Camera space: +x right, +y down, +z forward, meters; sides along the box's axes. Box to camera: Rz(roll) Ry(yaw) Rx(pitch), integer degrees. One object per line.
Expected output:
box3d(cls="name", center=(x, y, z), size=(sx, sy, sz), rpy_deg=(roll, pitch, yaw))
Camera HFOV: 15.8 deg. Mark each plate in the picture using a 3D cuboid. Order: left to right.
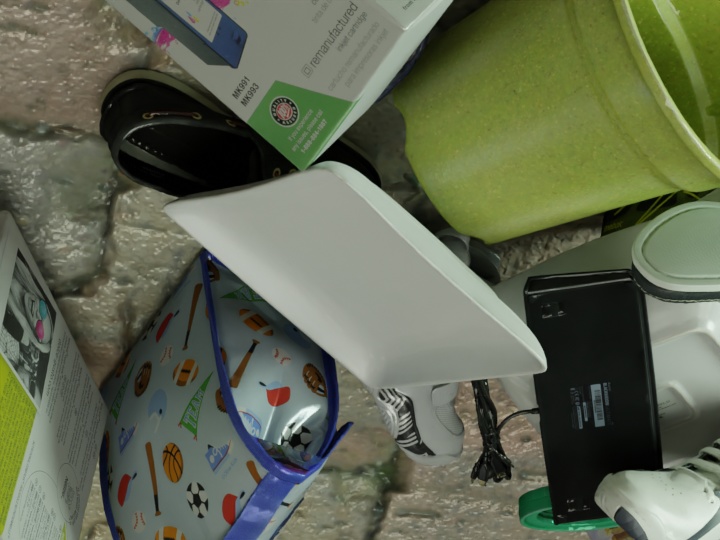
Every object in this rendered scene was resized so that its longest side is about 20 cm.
box3d(cls="plate", center=(0.000, 0.000, 1.615), size=(0.200, 0.032, 0.200), rpy_deg=(42, 154, -23))

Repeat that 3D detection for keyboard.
box3d(cls="keyboard", center=(0.127, 0.085, 1.667), size=(0.127, 0.021, 0.200), rpy_deg=(-8, 125, 3))

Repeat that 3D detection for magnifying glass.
box3d(cls="magnifying glass", center=(0.207, 0.160, 1.770), size=(0.199, 0.022, 0.080), rpy_deg=(-4, 161, -2))

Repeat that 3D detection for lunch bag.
box3d(cls="lunch bag", center=(-0.091, 0.120, 1.740), size=(0.124, 0.200, 0.170), rpy_deg=(20, 124, -24))

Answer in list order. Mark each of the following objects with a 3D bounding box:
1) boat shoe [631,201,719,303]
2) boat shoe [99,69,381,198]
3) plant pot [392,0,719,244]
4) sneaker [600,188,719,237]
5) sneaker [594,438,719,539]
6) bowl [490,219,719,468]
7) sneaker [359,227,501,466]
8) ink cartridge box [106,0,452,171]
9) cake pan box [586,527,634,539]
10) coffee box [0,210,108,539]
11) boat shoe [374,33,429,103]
box3d(cls="boat shoe", center=(0.245, -0.007, 1.614), size=(0.199, 0.076, 0.060), rpy_deg=(-11, 142, -30))
box3d(cls="boat shoe", center=(-0.075, -0.066, 1.673), size=(0.201, 0.063, 0.074), rpy_deg=(19, 124, -25))
box3d(cls="plant pot", center=(0.129, -0.109, 1.600), size=(0.184, 0.201, 0.200), rpy_deg=(-24, 131, 27))
box3d(cls="sneaker", center=(0.239, -0.052, 1.716), size=(0.200, 0.085, 0.074), rpy_deg=(-26, 135, 19))
box3d(cls="sneaker", center=(0.244, 0.125, 1.664), size=(0.199, 0.080, 0.130), rpy_deg=(19, 110, -39))
box3d(cls="bowl", center=(0.193, 0.065, 1.723), size=(0.200, 0.075, 0.200), rpy_deg=(-23, 136, 18))
box3d(cls="sneaker", center=(0.057, 0.051, 1.786), size=(0.115, 0.075, 0.200), rpy_deg=(-21, 128, 12))
box3d(cls="ink cartridge box", center=(-0.058, -0.179, 1.482), size=(0.200, 0.088, 0.145), rpy_deg=(43, 137, 2))
box3d(cls="cake pan box", center=(0.285, 0.156, 1.880), size=(0.200, 0.052, 0.184), rpy_deg=(-36, 157, 19))
box3d(cls="coffee box", center=(-0.301, 0.112, 1.678), size=(0.199, 0.200, 0.198), rpy_deg=(-8, 133, 15))
box3d(cls="boat shoe", center=(0.039, -0.190, 1.559), size=(0.074, 0.093, 0.200), rpy_deg=(18, 126, -23))
